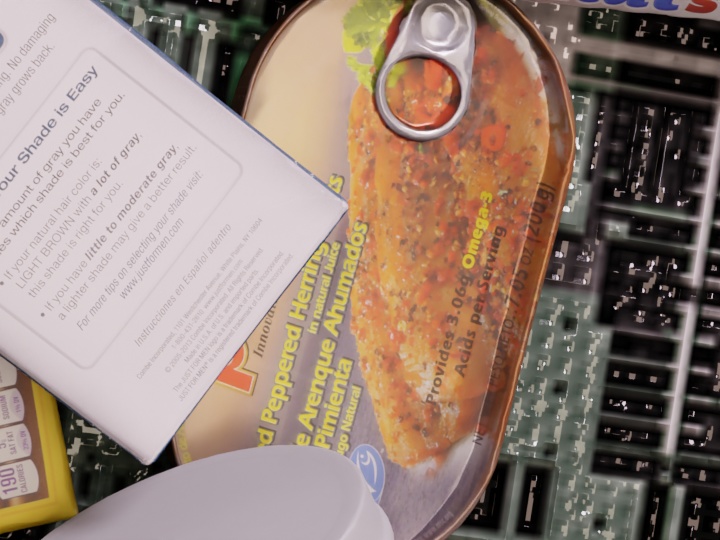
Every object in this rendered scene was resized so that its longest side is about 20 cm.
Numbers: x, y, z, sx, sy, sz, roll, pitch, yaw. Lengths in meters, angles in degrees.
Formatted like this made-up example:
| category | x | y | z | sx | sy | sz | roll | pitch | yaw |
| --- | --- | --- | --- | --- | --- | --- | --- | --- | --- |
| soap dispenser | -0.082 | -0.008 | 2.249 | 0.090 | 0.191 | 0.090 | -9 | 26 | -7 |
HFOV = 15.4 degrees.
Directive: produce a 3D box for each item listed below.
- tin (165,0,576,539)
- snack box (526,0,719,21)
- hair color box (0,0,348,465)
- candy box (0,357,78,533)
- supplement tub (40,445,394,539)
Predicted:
| category | x | y | z | sx | sy | sz | roll | pitch | yaw |
| --- | --- | --- | --- | --- | --- | --- | --- | --- | --- |
| tin | 0.000 | 0.000 | 0.863 | 0.112 | 0.042 | 0.200 | 16 | 89 | -19 |
| snack box | 0.072 | -0.118 | 0.863 | 0.200 | 0.024 | 0.072 | 4 | 54 | -15 |
| hair color box | -0.114 | -0.042 | 0.788 | 0.200 | 0.061 | 0.100 | 39 | 85 | -10 |
| candy box | -0.157 | -0.009 | 0.827 | 0.102 | 0.026 | 0.200 | -12 | 95 | -10 |
| supplement tub | -0.021 | 0.168 | 0.794 | 0.145 | 0.145 | 0.200 | -26 | 110 | -12 |
